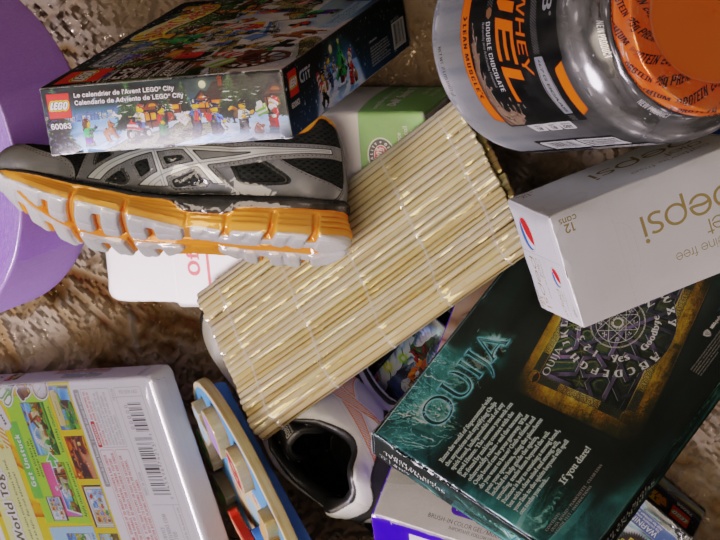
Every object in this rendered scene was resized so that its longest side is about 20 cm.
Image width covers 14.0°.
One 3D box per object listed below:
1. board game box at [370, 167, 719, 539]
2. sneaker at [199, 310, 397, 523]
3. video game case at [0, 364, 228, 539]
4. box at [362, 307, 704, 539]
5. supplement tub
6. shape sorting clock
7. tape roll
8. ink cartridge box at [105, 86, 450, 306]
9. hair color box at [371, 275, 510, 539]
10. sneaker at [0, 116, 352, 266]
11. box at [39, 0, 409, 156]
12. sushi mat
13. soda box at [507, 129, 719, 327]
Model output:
[{"bbox_3d":[0.116,0.053,1.547,0.135,0.200,0.028,32,157,19],"label":"board game box"},{"bbox_3d":[-0.032,0.071,1.659,0.200,0.080,0.074,42,116,35],"label":"sneaker"},{"bbox_3d":[-0.152,0.155,1.766,0.181,0.023,0.201,-5,109,42],"label":"video game case"},{"bbox_3d":[0.080,0.127,1.696,0.200,0.040,0.137,40,118,2],"label":"box"},{"bbox_3d":[0.129,-0.123,1.489,0.123,0.122,0.200,64,158,-11],"label":"supplement tub"},{"bbox_3d":[-0.054,0.155,1.678,0.039,0.200,0.201,-27,101,-6],"label":"shape sorting clock"},{"bbox_3d":[-0.246,-0.068,1.689,0.199,0.065,0.201,14,113,34],"label":"tape roll"},{"bbox_3d":[-0.045,-0.042,1.661,0.199,0.067,0.118,1,108,18],"label":"ink cartridge box"},{"bbox_3d":[0.090,0.074,1.589,0.109,0.201,0.065,16,151,13],"label":"hair color box"},{"bbox_3d":[-0.100,-0.051,1.590,0.198,0.078,0.078,7,75,-1],"label":"sneaker"},{"bbox_3d":[-0.068,-0.109,1.570,0.136,0.200,0.038,-3,107,19],"label":"box"},{"bbox_3d":[0.000,0.000,1.594,0.200,0.012,0.096,-36,66,23],"label":"sushi mat"},{"bbox_3d":[0.184,-0.039,1.528,0.199,0.068,0.064,-22,104,-12],"label":"soda box"}]
